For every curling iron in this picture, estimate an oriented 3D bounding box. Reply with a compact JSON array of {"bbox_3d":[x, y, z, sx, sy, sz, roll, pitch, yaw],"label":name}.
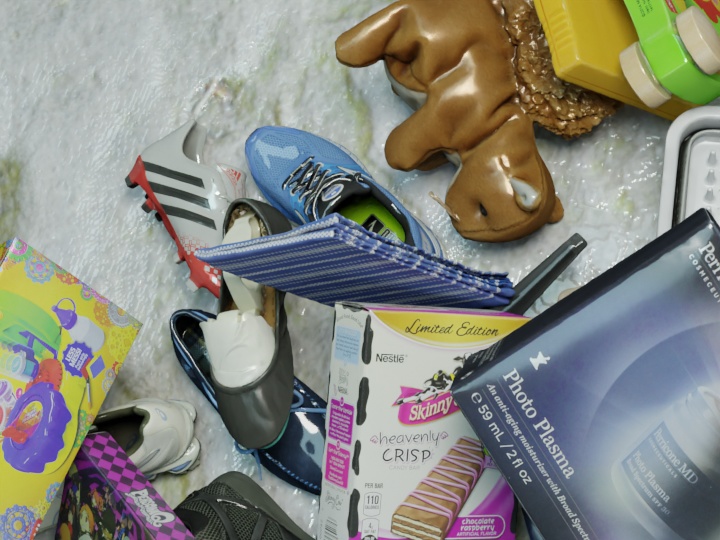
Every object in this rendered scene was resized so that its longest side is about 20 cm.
[{"bbox_3d":[0.100,0.052,1.207,0.049,0.026,0.201,38,96,-1],"label":"curling iron"}]

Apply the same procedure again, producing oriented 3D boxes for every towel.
[{"bbox_3d":[0.000,0.000,1.168,0.144,0.199,0.024,-11,69,42],"label":"towel"}]

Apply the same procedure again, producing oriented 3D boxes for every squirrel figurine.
[{"bbox_3d":[0.111,-0.126,1.236,0.199,0.141,0.188,-30,72,9],"label":"squirrel figurine"}]

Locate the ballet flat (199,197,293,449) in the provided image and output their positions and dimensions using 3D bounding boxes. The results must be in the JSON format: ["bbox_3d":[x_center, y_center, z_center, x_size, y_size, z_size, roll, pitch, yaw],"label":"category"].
[{"bbox_3d":[-0.088,0.033,1.214,0.067,0.068,0.202,-15,56,20],"label":"ballet flat"}]

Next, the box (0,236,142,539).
[{"bbox_3d":[-0.293,0.105,1.221,0.192,0.122,0.201,-16,43,56],"label":"box"}]

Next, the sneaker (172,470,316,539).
[{"bbox_3d":[-0.070,0.231,1.180,0.199,0.114,0.077,36,124,25],"label":"sneaker"}]

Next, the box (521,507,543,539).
[{"bbox_3d":[0.189,0.217,1.153,0.120,0.032,0.202,-19,67,12],"label":"box"}]

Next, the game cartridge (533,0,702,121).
[{"bbox_3d":[0.182,-0.217,1.223,0.032,0.175,0.202,-28,63,37],"label":"game cartridge"}]

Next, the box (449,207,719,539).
[{"bbox_3d":[0.193,0.098,1.040,0.197,0.123,0.201,-34,89,10],"label":"box"}]

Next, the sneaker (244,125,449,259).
[{"bbox_3d":[-0.016,-0.059,1.276,0.199,0.089,0.079,36,85,24],"label":"sneaker"}]

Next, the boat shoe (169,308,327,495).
[{"bbox_3d":[-0.084,0.105,1.256,0.199,0.069,0.085,34,85,24],"label":"boat shoe"}]

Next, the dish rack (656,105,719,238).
[{"bbox_3d":[0.292,-0.014,1.138,0.169,0.044,0.202,5,69,10],"label":"dish rack"}]

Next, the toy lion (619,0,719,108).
[{"bbox_3d":[0.225,-0.213,1.198,0.068,0.191,0.202,-31,73,28],"label":"toy lion"}]

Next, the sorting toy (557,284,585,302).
[{"bbox_3d":[0.257,0.072,1.148,0.198,0.037,0.187,-14,68,-3],"label":"sorting toy"}]

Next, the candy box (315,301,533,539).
[{"bbox_3d":[0.045,0.127,1.142,0.061,0.135,0.203,8,95,64],"label":"candy box"}]

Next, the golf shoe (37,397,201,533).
[{"bbox_3d":[-0.227,0.145,1.275,0.198,0.097,0.079,-25,69,10],"label":"golf shoe"}]

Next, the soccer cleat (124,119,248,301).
[{"bbox_3d":[-0.115,-0.037,1.314,0.085,0.069,0.201,-41,61,9],"label":"soccer cleat"}]

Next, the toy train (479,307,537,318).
[{"bbox_3d":[0.150,0.063,1.214,0.198,0.034,0.046,18,81,22],"label":"toy train"}]

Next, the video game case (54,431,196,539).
[{"bbox_3d":[-0.168,0.246,1.171,0.200,0.035,0.183,40,124,46],"label":"video game case"}]
